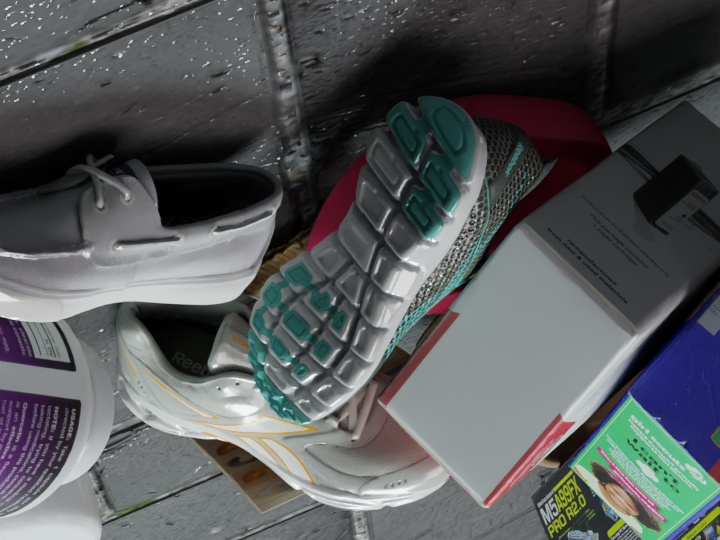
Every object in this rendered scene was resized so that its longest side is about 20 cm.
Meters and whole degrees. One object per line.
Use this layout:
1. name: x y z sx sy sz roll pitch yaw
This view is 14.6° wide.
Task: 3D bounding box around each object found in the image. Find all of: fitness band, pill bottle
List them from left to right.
1. pill bottle: -0.202 0.059 1.319 0.112 0.113 0.200 -32 159 22
2. fitness band: 0.050 -0.035 1.473 0.200 0.037 0.144 -1 140 -52

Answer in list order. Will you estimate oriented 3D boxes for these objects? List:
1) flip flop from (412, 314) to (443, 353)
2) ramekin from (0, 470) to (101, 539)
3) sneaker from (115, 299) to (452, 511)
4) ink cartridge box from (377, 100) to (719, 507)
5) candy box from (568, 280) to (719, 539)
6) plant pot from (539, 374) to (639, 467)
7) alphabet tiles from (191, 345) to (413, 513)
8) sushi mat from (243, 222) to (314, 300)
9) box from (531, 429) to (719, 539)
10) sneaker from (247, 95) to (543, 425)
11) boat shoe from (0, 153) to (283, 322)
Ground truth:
1. flip flop: 0.095 0.027 1.662 0.081 0.058 0.200 -24 163 -45
2. ramekin: -0.234 0.130 1.492 0.200 0.098 0.201 -22 160 -8
3. sneaker: -0.041 0.062 1.457 0.199 0.076 0.092 15 155 13
4. ink cartridge box: 0.119 0.014 1.452 0.200 0.084 0.144 -34 165 -52
5. candy box: 0.200 0.049 1.463 0.169 0.077 0.200 -46 172 -13
6. plant pot: 0.178 0.036 1.749 0.200 0.093 0.201 -22 162 -8
7. alphabet tiles: -0.006 0.075 1.586 0.167 0.008 0.200 -25 -164 -11
8. sushi mat: 0.000 0.000 1.559 0.095 0.012 0.200 -29 161 12
9. box: 0.189 0.164 1.715 0.044 0.161 0.200 -12 157 -28
10. sneaker: 0.022 0.001 1.373 0.091 0.078 0.200 -4 141 -48
11. boat shoe: -0.115 -0.022 1.293 0.199 0.072 0.069 3 126 -41
